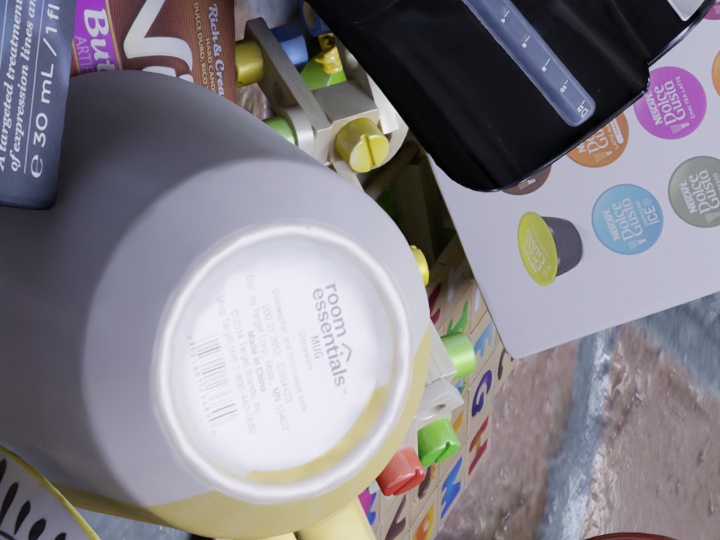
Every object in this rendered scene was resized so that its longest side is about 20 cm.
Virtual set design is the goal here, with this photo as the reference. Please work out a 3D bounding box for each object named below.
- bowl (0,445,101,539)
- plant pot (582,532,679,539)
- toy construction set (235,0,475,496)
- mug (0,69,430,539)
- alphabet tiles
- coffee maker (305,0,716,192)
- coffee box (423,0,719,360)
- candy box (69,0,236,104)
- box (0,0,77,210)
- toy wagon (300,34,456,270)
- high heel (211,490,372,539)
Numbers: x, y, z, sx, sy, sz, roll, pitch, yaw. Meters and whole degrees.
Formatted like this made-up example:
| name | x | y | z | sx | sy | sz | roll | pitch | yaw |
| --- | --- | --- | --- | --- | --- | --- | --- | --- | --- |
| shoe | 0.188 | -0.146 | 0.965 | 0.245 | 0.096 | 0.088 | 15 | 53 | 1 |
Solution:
| name | x | y | z | sx | sy | sz | roll | pitch | yaw |
| --- | --- | --- | --- | --- | --- | --- | --- | --- | --- |
| bowl | -0.118 | 0.164 | 0.809 | 0.094 | 0.200 | 0.202 | -28 | 123 | -25 |
| plant pot | 0.081 | 0.227 | 1.176 | 0.195 | 0.200 | 0.202 | 2 | 92 | -54 |
| toy construction set | 0.000 | 0.000 | 0.978 | 0.131 | 0.091 | 0.201 | 117 | -34 | -57 |
| mug | -0.038 | 0.025 | 0.813 | 0.186 | 0.153 | 0.150 | 31 | 84 | -25 |
| alphabet tiles | 0.036 | 0.061 | 1.178 | 0.200 | 0.006 | 0.167 | -53 | 152 | -45 |
| coffee maker | 0.002 | -0.128 | 0.861 | 0.200 | 0.191 | 0.135 | 46 | 36 | -44 |
| coffee box | 0.134 | -0.104 | 1.116 | 0.201 | 0.197 | 0.200 | 68 | 19 | -7 |
| candy box | -0.094 | -0.027 | 0.925 | 0.117 | 0.056 | 0.202 | -15 | 109 | -61 |
| box | -0.172 | -0.103 | 0.708 | 0.200 | 0.106 | 0.150 | 9 | 86 | -62 |
| toy wagon | -0.001 | -0.018 | 1.125 | 0.155 | 0.039 | 0.201 | -50 | 136 | -49 |
| high heel | -0.033 | 0.118 | 1.030 | 0.096 | 0.067 | 0.202 | -52 | 146 | -81 |
